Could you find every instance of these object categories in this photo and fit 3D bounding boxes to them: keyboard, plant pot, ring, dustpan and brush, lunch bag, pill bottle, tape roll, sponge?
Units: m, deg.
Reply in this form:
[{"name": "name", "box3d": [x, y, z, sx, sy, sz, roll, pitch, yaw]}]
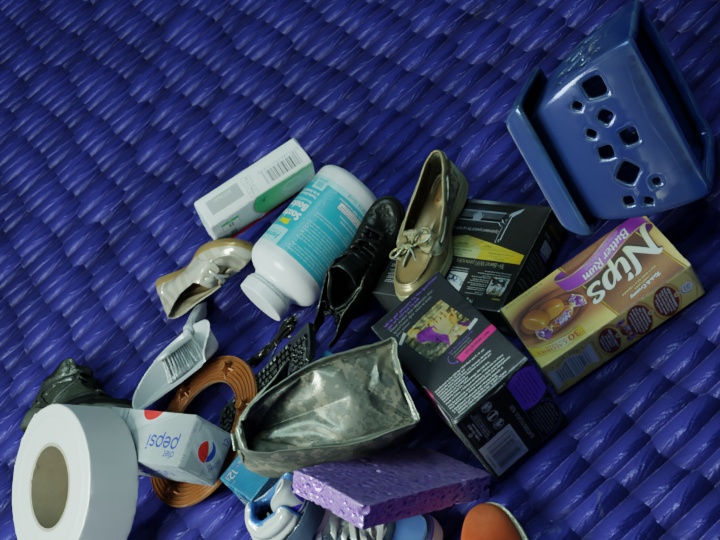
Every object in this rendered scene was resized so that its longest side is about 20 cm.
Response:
[{"name": "keyboard", "box3d": [-0.117, 0.128, 1.764, 0.200, 0.020, 0.128, -45, 29, 33]}, {"name": "plant pot", "box3d": [0.283, -0.165, 1.643, 0.178, 0.201, 0.200, -26, 14, 23]}, {"name": "ring", "box3d": [-0.201, 0.196, 1.784, 0.199, 0.019, 0.203, -32, 42, 34]}, {"name": "dustpan and brush", "box3d": [-0.231, 0.097, 1.905, 0.139, 0.057, 0.200, -36, 6, 25]}, {"name": "lunch bag", "box3d": [-0.048, 0.159, 1.572, 0.197, 0.164, 0.119, -17, 77, -8]}, {"name": "pill bottle", "box3d": [-0.067, -0.032, 1.873, 0.200, 0.111, 0.110, -50, 41, -15]}, {"name": "tape roll", "box3d": [-0.352, 0.265, 1.757, 0.201, 0.070, 0.206, -12, 74, 50]}, {"name": "sponge", "box3d": [0.035, 0.225, 1.508, 0.111, 0.198, 0.030, 17, 105, 43]}]

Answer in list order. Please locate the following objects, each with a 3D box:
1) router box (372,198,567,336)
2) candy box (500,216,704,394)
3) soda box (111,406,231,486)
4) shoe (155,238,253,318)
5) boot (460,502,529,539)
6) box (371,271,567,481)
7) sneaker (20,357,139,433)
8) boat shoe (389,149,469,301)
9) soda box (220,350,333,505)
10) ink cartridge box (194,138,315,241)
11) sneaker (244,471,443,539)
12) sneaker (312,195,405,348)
[{"name": "router box", "box3d": [0.132, -0.010, 1.749, 0.198, 0.052, 0.158, 8, 58, 41]}, {"name": "candy box", "box3d": [0.269, 0.034, 1.604, 0.199, 0.057, 0.117, -36, 39, 4]}, {"name": "soda box", "box3d": [-0.242, 0.213, 1.750, 0.199, 0.063, 0.069, -2, 62, 51]}, {"name": "shoe", "box3d": [-0.208, 0.011, 1.930, 0.199, 0.069, 0.054, -29, 57, 45]}, {"name": "boot", "box3d": [0.124, 0.299, 1.421, 0.074, 0.108, 0.202, -23, 40, 18]}, {"name": "box", "box3d": [0.118, 0.114, 1.587, 0.106, 0.123, 0.200, -39, 39, -3]}, {"name": "sneaker", "box3d": [-0.366, 0.169, 1.931, 0.197, 0.076, 0.116, -9, 53, 37]}, {"name": "boat shoe", "box3d": [0.076, -0.053, 1.740, 0.072, 0.063, 0.202, -7, 50, 31]}, {"name": "soda box", "box3d": [-0.069, 0.197, 1.692, 0.067, 0.064, 0.201, 24, 69, 46]}, {"name": "ink cartridge box", "box3d": [-0.134, -0.086, 1.938, 0.160, 0.200, 0.050, -34, 73, -7]}, {"name": "sneaker", "box3d": [-0.028, 0.270, 1.526, 0.198, 0.147, 0.081, -14, 45, 27]}, {"name": "sneaker", "box3d": [-0.003, -0.001, 1.778, 0.059, 0.104, 0.202, 25, 92, 12]}]
